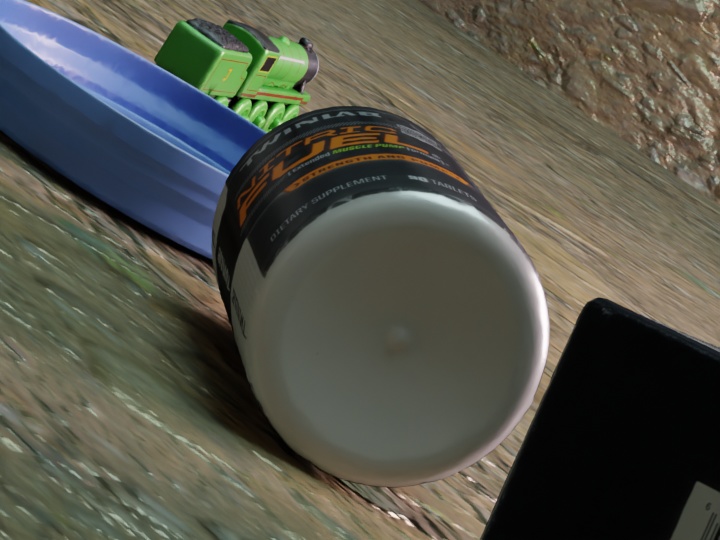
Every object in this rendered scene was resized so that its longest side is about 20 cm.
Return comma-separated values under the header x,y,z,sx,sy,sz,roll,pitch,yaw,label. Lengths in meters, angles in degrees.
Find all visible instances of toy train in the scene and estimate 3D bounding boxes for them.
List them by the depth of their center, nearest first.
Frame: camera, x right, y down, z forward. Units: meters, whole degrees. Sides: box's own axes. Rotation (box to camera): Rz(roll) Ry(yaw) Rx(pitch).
x,y,z,sx,sy,sz,roll,pitch,yaw,label
-0.066,-0.104,1.483,0.042,0.057,0.200,34,10,12,toy train

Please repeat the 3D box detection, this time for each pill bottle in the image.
x,y,z,sx,sy,sz,roll,pitch,yaw,label
0.000,0.000,1.016,0.106,0.107,0.200,29,9,-14,pill bottle

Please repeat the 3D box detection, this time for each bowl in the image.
x,y,z,sx,sy,sz,roll,pitch,yaw,label
-0.092,-0.056,1.231,0.200,0.039,0.201,31,8,-5,bowl

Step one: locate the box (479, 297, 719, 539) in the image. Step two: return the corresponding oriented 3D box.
x,y,z,sx,sy,sz,roll,pitch,yaw,label
0.169,0.115,0.832,0.200,0.124,0.198,28,6,38,box
